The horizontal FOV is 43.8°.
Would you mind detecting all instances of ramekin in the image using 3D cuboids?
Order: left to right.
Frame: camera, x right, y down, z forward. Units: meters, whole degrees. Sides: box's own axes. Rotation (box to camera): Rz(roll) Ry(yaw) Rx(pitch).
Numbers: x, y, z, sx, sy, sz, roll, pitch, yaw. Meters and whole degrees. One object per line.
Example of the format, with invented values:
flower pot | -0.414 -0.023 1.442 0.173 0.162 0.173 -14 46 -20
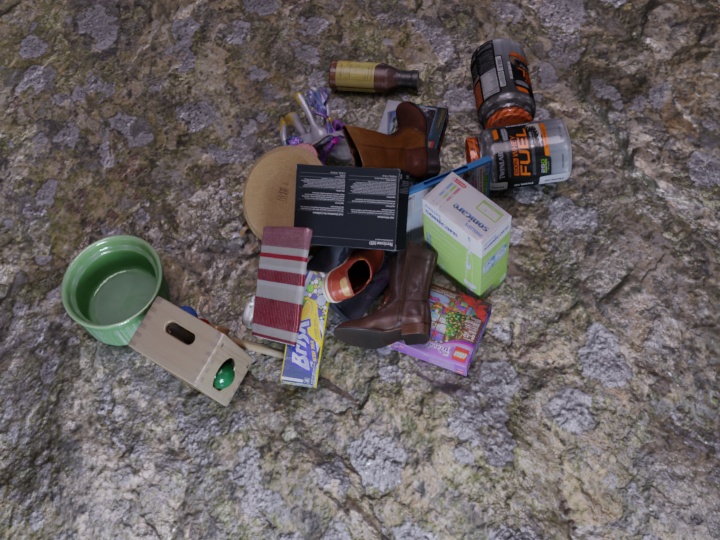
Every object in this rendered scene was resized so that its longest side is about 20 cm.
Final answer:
ramekin | -0.462 0.043 1.717 0.195 0.098 0.204 -3 58 5

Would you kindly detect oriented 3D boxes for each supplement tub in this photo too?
supplement tub | 0.295 -0.368 1.852 0.119 0.123 0.204 -6 59 3
supplement tub | 0.309 -0.226 1.766 0.195 0.123 0.125 -9 58 2

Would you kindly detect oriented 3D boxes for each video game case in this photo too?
video game case | -0.007 -0.012 1.704 0.142 0.019 0.200 40 64 4
video game case | 0.159 -0.128 1.699 0.196 0.145 0.018 -23 51 -16

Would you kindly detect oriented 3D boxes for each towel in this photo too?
towel | -0.140 0.024 1.596 0.143 0.022 0.205 7 89 52

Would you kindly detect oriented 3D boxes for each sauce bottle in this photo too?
sauce bottle | 0.030 -0.421 1.954 0.195 0.067 0.067 6 60 8

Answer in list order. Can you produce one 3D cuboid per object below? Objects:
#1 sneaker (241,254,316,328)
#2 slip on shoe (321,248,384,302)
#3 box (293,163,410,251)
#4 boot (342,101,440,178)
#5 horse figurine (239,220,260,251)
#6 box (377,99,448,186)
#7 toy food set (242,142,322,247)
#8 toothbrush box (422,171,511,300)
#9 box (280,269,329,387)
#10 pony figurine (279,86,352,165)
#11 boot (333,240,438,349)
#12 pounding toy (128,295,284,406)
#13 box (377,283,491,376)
sneaker | -0.134 0.053 1.690 0.198 0.075 0.082 -35 70 -13
slip on shoe | 0.000 0.000 1.621 0.060 0.076 0.200 -11 16 31
box | -0.017 -0.113 1.606 0.195 0.079 0.145 5 92 18
boot | 0.046 -0.262 1.760 0.196 0.068 0.192 0 65 -32
horse figurine | -0.151 -0.071 1.772 0.199 0.050 0.132 36 62 28
box | 0.097 -0.258 1.862 0.133 0.038 0.203 11 61 14
toy food set | -0.138 -0.144 1.721 0.195 0.048 0.203 -2 85 23
toothbrush box | 0.192 -0.056 1.634 0.086 0.201 0.145 -41 62 -17
box | -0.096 0.105 1.612 0.068 0.064 0.205 8 80 -1
pony figurine | -0.082 -0.267 1.818 0.191 0.165 0.204 -28 69 33
boot | 0.048 0.039 1.634 0.181 0.065 0.204 1 56 8
pounding toy | -0.267 0.142 1.600 0.197 0.185 0.144 26 77 21
box | 0.128 0.095 1.646 0.196 0.039 0.139 18 64 17
